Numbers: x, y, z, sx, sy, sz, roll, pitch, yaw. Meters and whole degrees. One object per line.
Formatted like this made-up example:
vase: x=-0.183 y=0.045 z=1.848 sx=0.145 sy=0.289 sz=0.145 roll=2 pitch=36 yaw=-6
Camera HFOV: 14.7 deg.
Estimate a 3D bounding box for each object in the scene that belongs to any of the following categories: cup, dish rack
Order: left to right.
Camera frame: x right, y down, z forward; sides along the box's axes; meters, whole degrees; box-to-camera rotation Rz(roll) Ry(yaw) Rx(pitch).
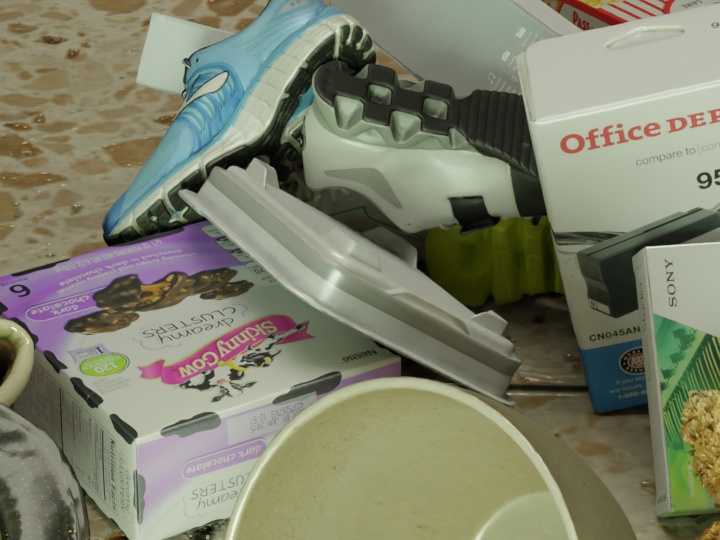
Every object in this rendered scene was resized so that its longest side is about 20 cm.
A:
dish rack: x=0.000 y=0.000 z=1.581 sx=0.171 sy=0.044 sz=0.200 roll=29 pitch=6 yaw=-32
cup: x=0.054 y=0.153 z=1.291 sx=0.200 sy=0.202 sz=0.143 roll=22 pitch=8 yaw=35

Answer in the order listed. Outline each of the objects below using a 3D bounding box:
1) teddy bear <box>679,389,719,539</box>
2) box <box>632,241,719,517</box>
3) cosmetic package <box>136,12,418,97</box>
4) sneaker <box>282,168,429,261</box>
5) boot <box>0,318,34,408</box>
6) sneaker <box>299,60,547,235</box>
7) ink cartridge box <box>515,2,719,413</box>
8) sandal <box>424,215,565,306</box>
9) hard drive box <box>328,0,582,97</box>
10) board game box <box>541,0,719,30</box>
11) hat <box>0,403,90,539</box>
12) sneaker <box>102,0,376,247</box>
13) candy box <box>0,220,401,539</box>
teddy bear: x=0.231 y=0.105 z=1.410 sx=0.200 sy=0.145 sz=0.067 roll=-32 pitch=-1 yaw=-36
box: x=0.251 y=0.053 z=1.501 sx=0.198 sy=0.145 sz=0.036 roll=-4 pitch=-9 yaw=-5
cosmetic package: x=-0.028 y=-0.114 z=1.804 sx=0.150 sy=0.052 sz=0.200 roll=14 pitch=3 yaw=28
sneaker: x=-0.019 y=-0.045 z=1.719 sx=0.199 sy=0.080 sz=0.071 roll=-9 pitch=57 yaw=-10
boot: x=-0.245 y=0.092 z=1.442 sx=0.075 sy=0.107 sz=0.200 roll=45 pitch=42 yaw=3
sneaker: x=0.061 y=-0.057 z=1.648 sx=0.199 sy=0.089 sz=0.074 roll=16 pitch=38 yaw=0
ink cartridge box: x=0.177 y=-0.035 z=1.560 sx=0.144 sy=0.201 sz=0.084 roll=-13 pitch=32 yaw=5
sandal: x=0.144 y=-0.016 z=1.690 sx=0.199 sy=0.080 sz=0.087 roll=11 pitch=26 yaw=17
hard drive box: x=0.101 y=-0.130 z=1.783 sx=0.200 sy=0.077 sz=0.156 roll=40 pitch=12 yaw=33
board game box: x=0.249 y=-0.172 z=2.001 sx=0.151 sy=0.047 sz=0.200 roll=-20 pitch=35 yaw=-32
hat: x=-0.231 y=0.150 z=1.360 sx=0.199 sy=0.081 sz=0.202 roll=4 pitch=57 yaw=-6
sneaker: x=-0.081 y=-0.086 z=1.679 sx=0.200 sy=0.078 sz=0.090 roll=-45 pitch=50 yaw=1
candy box: x=-0.097 y=0.057 z=1.556 sx=0.167 sy=0.072 sz=0.200 roll=-16 pitch=32 yaw=-29
